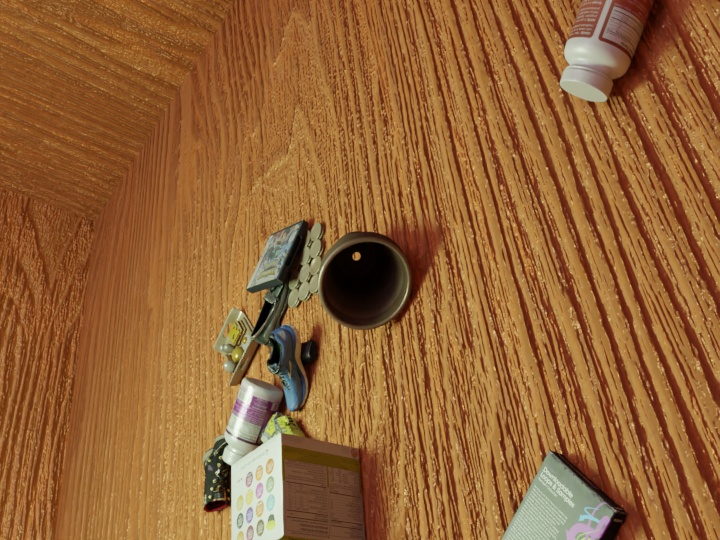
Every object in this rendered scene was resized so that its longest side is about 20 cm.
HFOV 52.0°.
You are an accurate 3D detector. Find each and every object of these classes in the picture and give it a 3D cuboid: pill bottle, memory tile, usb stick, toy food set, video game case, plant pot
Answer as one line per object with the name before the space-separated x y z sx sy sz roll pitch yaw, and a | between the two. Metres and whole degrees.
pill bottle | 0.402 -0.390 1.209 0.111 0.110 0.205 25 94 57
pill bottle | -0.271 0.378 1.819 0.111 0.110 0.205 18 89 57
memory tile | -0.140 -0.014 1.912 0.152 0.016 0.205 -33 47 44
usb stick | -0.170 0.215 1.824 0.198 0.032 0.057 -24 55 50
toy food set | -0.359 0.212 2.081 0.146 0.059 0.200 -62 34 13
video game case | -0.226 -0.035 1.994 0.198 0.025 0.184 -17 46 56
plant pot | 0.000 0.000 1.567 0.204 0.196 0.175 -61 17 14

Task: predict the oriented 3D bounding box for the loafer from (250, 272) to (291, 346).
loafer | -0.236 0.096 1.956 0.071 0.062 0.206 5 78 56

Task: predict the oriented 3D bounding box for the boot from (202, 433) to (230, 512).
boot | -0.360 0.523 1.911 0.200 0.072 0.154 -45 39 40

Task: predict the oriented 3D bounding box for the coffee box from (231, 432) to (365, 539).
coffee box | -0.128 0.469 1.477 0.199 0.196 0.202 -39 45 39

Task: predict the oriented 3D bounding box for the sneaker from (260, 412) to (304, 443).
sneaker | -0.171 0.378 1.704 0.198 0.074 0.079 3 76 55

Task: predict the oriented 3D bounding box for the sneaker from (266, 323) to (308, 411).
sneaker | -0.182 0.235 1.743 0.078 0.088 0.206 -8 93 50

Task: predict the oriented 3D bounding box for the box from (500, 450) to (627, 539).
box | 0.280 0.388 1.062 0.143 0.035 0.204 40 109 55
